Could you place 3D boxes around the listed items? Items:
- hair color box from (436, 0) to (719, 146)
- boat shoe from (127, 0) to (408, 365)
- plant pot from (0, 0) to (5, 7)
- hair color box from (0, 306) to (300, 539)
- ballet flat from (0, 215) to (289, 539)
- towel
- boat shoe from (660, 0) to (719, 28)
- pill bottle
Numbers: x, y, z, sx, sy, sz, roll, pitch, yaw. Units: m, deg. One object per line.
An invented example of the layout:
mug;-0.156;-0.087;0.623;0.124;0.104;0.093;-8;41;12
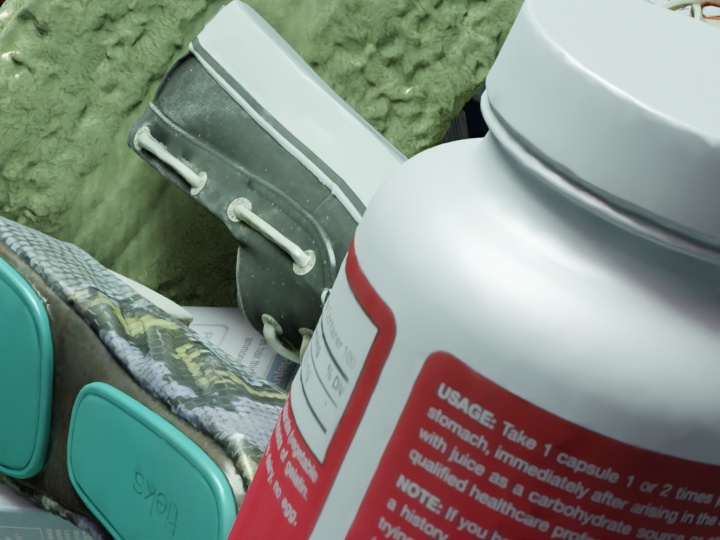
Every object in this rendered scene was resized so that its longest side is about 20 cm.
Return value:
hair color box;0.112;-0.085;0.990;0.200;0.061;0.100;-25;36;-19
boat shoe;0.000;0.000;0.798;0.064;0.071;0.200;-47;47;4
plant pot;-0.218;-0.062;0.949;0.195;0.201;0.201;8;38;14
hair color box;-0.034;0.062;0.820;0.200;0.061;0.099;1;36;18
ballet flat;-0.064;0.037;0.768;0.072;0.072;0.200;-29;39;-24
towel;-0.036;-0.074;0.886;0.200;0.148;0.036;-55;22;0
boat shoe;0.094;-0.047;0.850;0.071;0.200;0.063;4;56;-50
pill bottle;0.037;0.044;0.622;0.112;0.200;0.112;20;22;-8
